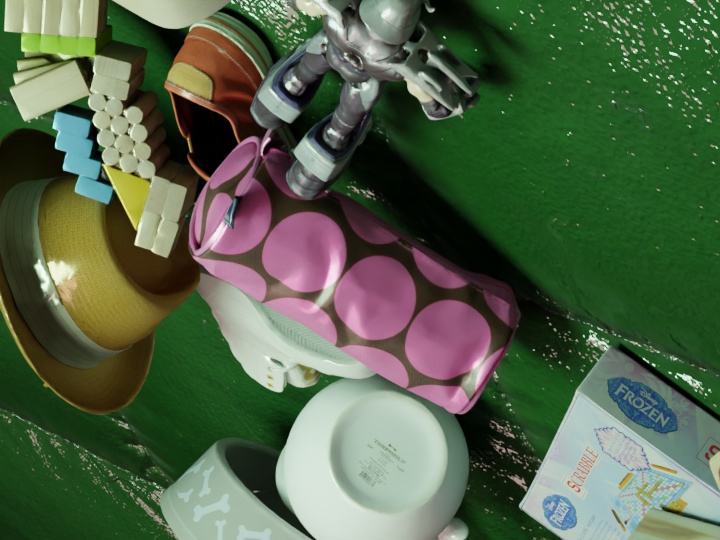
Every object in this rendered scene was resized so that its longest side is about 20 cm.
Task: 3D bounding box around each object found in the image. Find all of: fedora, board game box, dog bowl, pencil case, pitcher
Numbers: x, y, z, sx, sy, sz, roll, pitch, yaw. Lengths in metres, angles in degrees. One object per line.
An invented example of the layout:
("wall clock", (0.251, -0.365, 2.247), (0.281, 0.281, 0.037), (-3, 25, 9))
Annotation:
("fedora", (-0.159, -0.008, 1.731), (0.081, 0.201, 0.201), (-16, 128, 22))
("board game box", (0.202, 0.153, 1.665), (0.199, 0.041, 0.200), (36, 156, 9))
("dog bowl", (-0.045, 0.193, 1.987), (0.199, 0.059, 0.200), (32, -169, -7))
("pencil case", (0.000, 0.000, 1.608), (0.199, 0.094, 0.091), (30, -162, -17))
("pitcher", (0.026, 0.150, 1.844), (0.171, 0.122, 0.200), (35, 167, 2))

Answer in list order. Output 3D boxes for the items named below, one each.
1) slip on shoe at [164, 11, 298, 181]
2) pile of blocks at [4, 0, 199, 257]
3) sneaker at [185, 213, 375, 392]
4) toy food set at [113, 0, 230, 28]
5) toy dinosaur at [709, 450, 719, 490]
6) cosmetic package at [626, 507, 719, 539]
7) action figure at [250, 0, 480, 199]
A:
("slip on shoe", (-0.076, -0.072, 1.666), (0.074, 0.061, 0.200), (26, 155, 26))
("pile of blocks", (-0.158, -0.104, 1.666), (0.062, 0.082, 0.201), (-61, -48, -73))
("sneaker", (-0.033, 0.038, 1.793), (0.200, 0.074, 0.116), (32, 159, 43))
("toy food set", (-0.169, -0.227, 1.552), (0.199, 0.061, 0.144), (32, 165, 26))
("toy dinosaur", (0.243, 0.091, 1.500), (0.200, 0.058, 0.101), (41, 143, -22))
("cosmetic package", (0.240, 0.211, 1.568), (0.199, 0.071, 0.105), (14, 146, 44))
("action figure", (-0.004, -0.115, 1.476), (0.130, 0.069, 0.200), (48, 153, 1))
